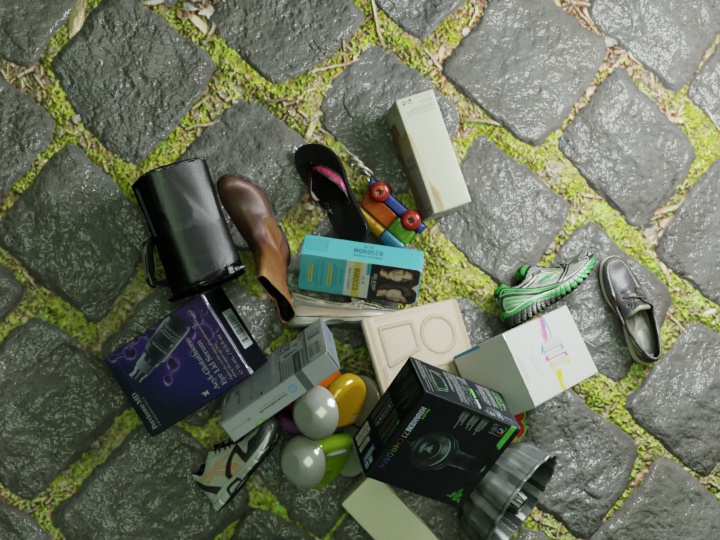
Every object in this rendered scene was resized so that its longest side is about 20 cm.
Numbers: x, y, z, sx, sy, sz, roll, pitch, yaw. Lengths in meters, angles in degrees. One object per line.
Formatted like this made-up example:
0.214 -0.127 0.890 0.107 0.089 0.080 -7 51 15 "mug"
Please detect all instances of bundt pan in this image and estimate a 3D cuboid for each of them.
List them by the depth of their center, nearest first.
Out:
0.232 0.360 1.684 0.076 0.202 0.202 35 78 25 "bundt pan"

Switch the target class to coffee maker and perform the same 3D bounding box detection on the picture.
-0.261 -0.071 1.638 0.134 0.191 0.201 -19 88 -52 "coffee maker"

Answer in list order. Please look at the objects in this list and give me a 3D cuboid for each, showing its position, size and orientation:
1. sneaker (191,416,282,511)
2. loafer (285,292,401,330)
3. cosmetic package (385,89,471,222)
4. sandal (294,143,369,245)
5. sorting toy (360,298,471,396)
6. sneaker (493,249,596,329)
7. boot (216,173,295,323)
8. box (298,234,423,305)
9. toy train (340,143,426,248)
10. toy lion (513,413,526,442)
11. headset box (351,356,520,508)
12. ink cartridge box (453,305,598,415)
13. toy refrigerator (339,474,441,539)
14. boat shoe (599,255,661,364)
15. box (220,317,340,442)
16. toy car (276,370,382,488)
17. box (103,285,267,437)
-0.197 0.292 1.628 0.080 0.074 0.200 44 116 8 "sneaker"
-0.026 0.064 1.726 0.198 0.072 0.063 -1 77 -7 "loafer"
0.113 -0.191 1.758 0.071 0.105 0.202 -18 86 -10 "cosmetic package"
-0.051 -0.130 1.721 0.075 0.045 0.201 -39 72 26 "sandal"
0.103 0.152 1.696 0.199 0.036 0.187 -10 77 -31 "sorting toy"
0.319 0.015 1.785 0.199 0.078 0.086 -30 81 -16 "sneaker"
-0.165 -0.037 1.619 0.068 0.201 0.189 -20 123 7 "boot"
0.000 0.000 1.708 0.198 0.083 0.049 8 43 1 "box"
0.005 -0.103 1.749 0.200 0.085 0.116 42 96 1 "toy train"
0.178 0.235 1.749 0.191 0.069 0.201 -27 89 -19 "toy lion"
0.119 0.252 1.588 0.199 0.093 0.175 24 112 -27 "headset box"
0.279 0.152 1.707 0.199 0.128 0.126 -19 82 -41 "ink cartridge box"
0.061 0.421 1.701 0.076 0.070 0.200 -44 92 -5 "toy refrigerator"
0.478 0.067 1.813 0.071 0.065 0.202 -18 86 -10 "boat shoe"
-0.128 0.168 1.624 0.199 0.156 0.041 -34 106 3 "box"
-0.067 0.242 1.660 0.149 0.174 0.202 25 108 35 "toy car"
-0.271 0.141 1.621 0.199 0.104 0.149 -34 91 11 "box"
